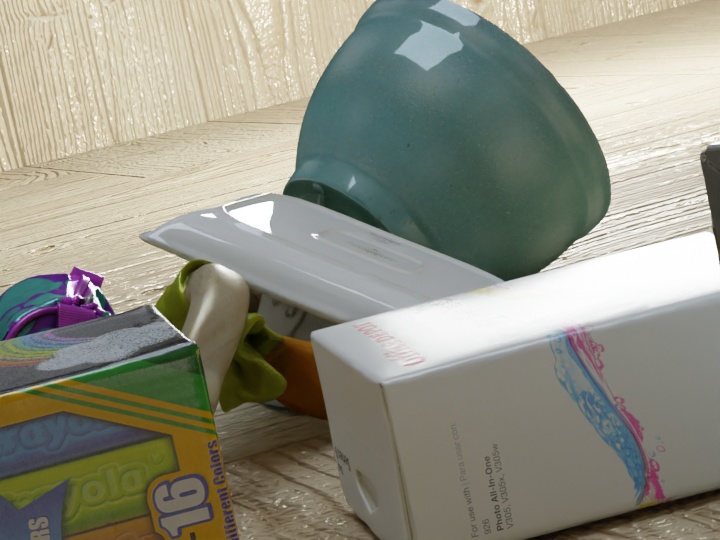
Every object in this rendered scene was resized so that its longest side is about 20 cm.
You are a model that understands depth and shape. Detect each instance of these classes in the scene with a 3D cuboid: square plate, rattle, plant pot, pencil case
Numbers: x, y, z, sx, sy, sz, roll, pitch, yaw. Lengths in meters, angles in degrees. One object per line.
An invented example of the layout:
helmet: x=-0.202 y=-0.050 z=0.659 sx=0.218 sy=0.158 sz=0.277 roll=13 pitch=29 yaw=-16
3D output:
square plate: x=0.000 y=0.000 z=1.453 sx=0.200 sy=0.028 sz=0.198 roll=22 pitch=10 yaw=9
rattle: x=-0.061 y=0.092 z=1.302 sx=0.130 sy=0.143 sz=0.200 roll=-42 pitch=19 yaw=14
plant pot: x=0.036 y=-0.055 z=1.676 sx=0.134 sy=0.200 sz=0.200 roll=-46 pitch=23 yaw=-23
pencil case: x=-0.168 y=0.050 z=1.505 sx=0.085 sy=0.092 sz=0.200 roll=22 pitch=1 yaw=-11

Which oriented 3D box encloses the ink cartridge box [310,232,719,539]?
ink cartridge box: x=0.092 y=0.052 z=1.157 sx=0.200 sy=0.088 sz=0.145 roll=-15 pitch=10 yaw=-10

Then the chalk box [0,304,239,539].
chalk box: x=-0.156 y=0.102 z=1.060 sx=0.200 sy=0.124 sz=0.124 roll=-15 pitch=10 yaw=-11

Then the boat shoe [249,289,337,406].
boat shoe: x=-0.033 y=0.033 z=1.508 sx=0.071 sy=0.070 sz=0.200 roll=-15 pitch=9 yaw=-22

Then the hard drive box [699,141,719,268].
hard drive box: x=0.237 y=0.003 z=1.042 sx=0.200 sy=0.156 sz=0.077 roll=-20 pitch=12 yaw=-38
